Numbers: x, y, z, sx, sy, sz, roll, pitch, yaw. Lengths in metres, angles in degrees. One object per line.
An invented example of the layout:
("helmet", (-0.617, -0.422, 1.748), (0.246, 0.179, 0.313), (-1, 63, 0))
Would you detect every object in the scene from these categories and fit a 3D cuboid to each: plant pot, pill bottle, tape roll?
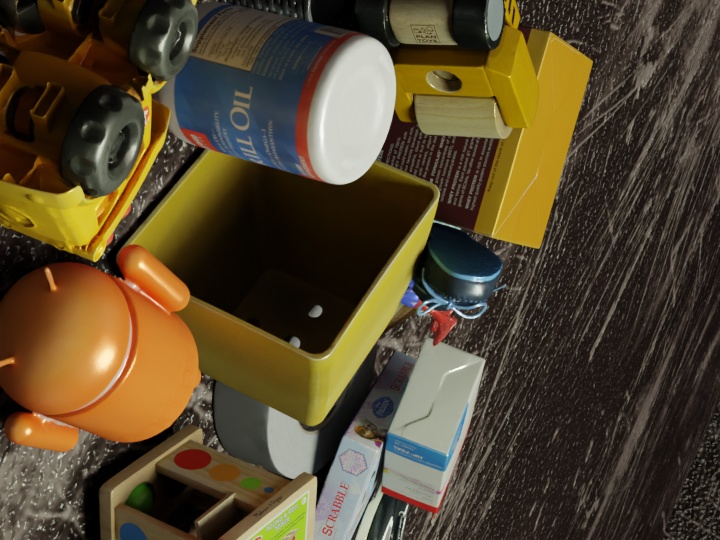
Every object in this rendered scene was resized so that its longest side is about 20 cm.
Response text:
("plant pot", (-0.064, 0.014, 1.208), (0.200, 0.200, 0.177), (-55, 159, -31))
("pill bottle", (-0.084, -0.140, 1.053), (0.112, 0.199, 0.113), (-37, 136, -48))
("tape roll", (-0.061, 0.102, 1.383), (0.200, 0.066, 0.201), (-39, 138, -46))

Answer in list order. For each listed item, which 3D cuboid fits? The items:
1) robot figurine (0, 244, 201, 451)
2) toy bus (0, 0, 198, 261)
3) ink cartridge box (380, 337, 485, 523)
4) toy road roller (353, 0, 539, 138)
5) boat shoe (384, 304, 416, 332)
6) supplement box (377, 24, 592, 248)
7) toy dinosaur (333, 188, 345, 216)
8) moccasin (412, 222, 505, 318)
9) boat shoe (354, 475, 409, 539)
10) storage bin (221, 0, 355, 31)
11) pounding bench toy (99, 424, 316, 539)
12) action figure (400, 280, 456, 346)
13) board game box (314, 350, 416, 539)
("robot figurine", (-0.198, 0.061, 1.050), (0.200, 0.143, 0.117), (38, 33, -61))
("toy bus", (-0.190, -0.107, 0.969), (0.192, 0.135, 0.200), (80, 33, -63))
("ink cartridge box", (0.072, 0.171, 1.447), (0.200, 0.067, 0.116), (94, 18, -60))
("toy road roller", (0.087, -0.221, 1.218), (0.200, 0.122, 0.146), (61, 41, -54))
("boat shoe", (0.038, 0.015, 1.451), (0.073, 0.063, 0.200), (-29, 170, -43))
("supplement box", (0.092, -0.147, 1.376), (0.133, 0.199, 0.198), (9, 98, -63))
("toy dinosaur", (-0.025, -0.079, 1.293), (0.058, 0.101, 0.200), (-23, 138, 1))
("moccasin", (0.085, 0.007, 1.264), (0.200, 0.080, 0.068), (-98, -157, -78))
("boat shoe", (0.053, 0.239, 1.538), (0.075, 0.066, 0.200), (99, 15, -66))
("storage bin", (-0.023, -0.245, 1.223), (0.200, 0.094, 0.135), (-52, 146, -37))
("pounding bench toy", (-0.158, 0.242, 1.182), (0.200, 0.156, 0.125), (-33, 134, -51))
("action figure", (0.000, 0.000, 1.337), (0.052, 0.200, 0.065), (-49, -169, 17))
("board game box", (-0.003, 0.213, 1.480), (0.200, 0.041, 0.200), (-52, 164, -63))
